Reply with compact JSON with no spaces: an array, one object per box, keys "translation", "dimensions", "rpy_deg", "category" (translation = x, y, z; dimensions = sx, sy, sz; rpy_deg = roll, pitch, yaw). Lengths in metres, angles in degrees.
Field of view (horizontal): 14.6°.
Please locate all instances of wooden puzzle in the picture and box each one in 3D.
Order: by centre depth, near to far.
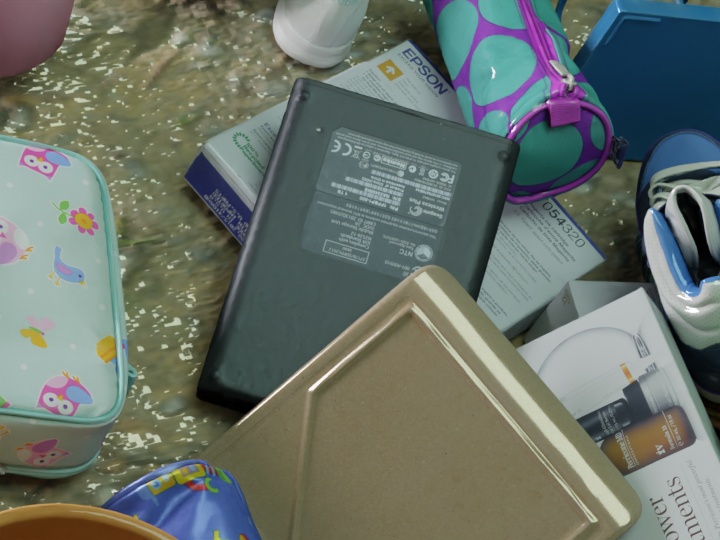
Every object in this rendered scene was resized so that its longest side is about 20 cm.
[{"translation":[0.025,0.125,1.557],"dimensions":[0.200,0.037,0.185],"rpy_deg":[-39,80,-6],"category":"wooden puzzle"}]

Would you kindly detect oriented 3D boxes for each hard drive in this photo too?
[{"translation":[0.000,0.000,1.628],"dimensions":[0.139,0.033,0.201],"rpy_deg":[17,70,0],"category":"hard drive"}]

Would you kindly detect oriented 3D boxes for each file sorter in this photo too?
[{"translation":[0.208,-0.161,1.858],"dimensions":[0.199,0.139,0.123],"rpy_deg":[3,52,-27],"category":"file sorter"}]

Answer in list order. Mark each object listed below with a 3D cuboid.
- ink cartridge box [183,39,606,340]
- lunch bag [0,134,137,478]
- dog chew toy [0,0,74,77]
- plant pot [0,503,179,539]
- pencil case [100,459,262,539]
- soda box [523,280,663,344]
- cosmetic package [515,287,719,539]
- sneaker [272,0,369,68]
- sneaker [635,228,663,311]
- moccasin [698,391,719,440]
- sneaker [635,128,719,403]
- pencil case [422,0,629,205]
[{"translation":[0.023,-0.030,1.723],"dimensions":[0.196,0.043,0.200],"rpy_deg":[49,45,12],"category":"ink cartridge box"},{"translation":[-0.204,0.020,1.536],"dimensions":[0.160,0.077,0.200],"rpy_deg":[10,52,-24],"category":"lunch bag"},{"translation":[-0.263,-0.184,1.635],"dimensions":[0.199,0.125,0.125],"rpy_deg":[12,51,-10],"category":"dog chew toy"},{"translation":[-0.150,0.233,1.362],"dimensions":[0.200,0.140,0.201],"rpy_deg":[14,51,-18],"category":"plant pot"},{"translation":[-0.060,0.192,1.482],"dimensions":[0.087,0.078,0.200],"rpy_deg":[-32,74,-8],"category":"pencil case"},{"translation":[0.160,0.106,1.675],"dimensions":[0.063,0.068,0.200],"rpy_deg":[2,56,-26],"category":"soda box"},{"translation":[0.134,0.130,1.591],"dimensions":[0.052,0.151,0.200],"rpy_deg":[46,19,-57],"category":"cosmetic package"},{"translation":[-0.008,-0.228,1.822],"dimensions":[0.075,0.089,0.200],"rpy_deg":[15,50,-16],"category":"sneaker"},{"translation":[0.268,-0.017,1.819],"dimensions":[0.199,0.078,0.086],"rpy_deg":[-7,54,-27],"category":"sneaker"},{"translation":[0.270,0.136,1.712],"dimensions":[0.201,0.074,0.078],"rpy_deg":[44,57,3],"category":"moccasin"},{"translation":[0.205,-0.032,1.687],"dimensions":[0.080,0.147,0.201],"rpy_deg":[-11,57,6],"category":"sneaker"},{"translation":[0.096,-0.136,1.761],"dimensions":[0.085,0.093,0.200],"rpy_deg":[6,43,-25],"category":"pencil case"}]
